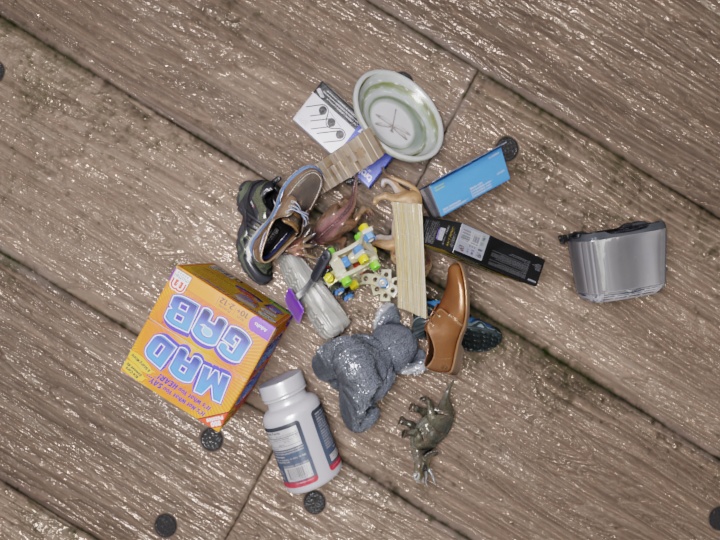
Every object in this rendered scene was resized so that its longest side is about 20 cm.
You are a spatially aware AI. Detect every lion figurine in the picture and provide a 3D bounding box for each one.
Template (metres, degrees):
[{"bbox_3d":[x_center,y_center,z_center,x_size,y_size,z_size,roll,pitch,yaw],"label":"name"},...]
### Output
[{"bbox_3d":[0.084,-0.091,1.006,0.119,0.072,0.206,8,108,18],"label":"lion figurine"}]

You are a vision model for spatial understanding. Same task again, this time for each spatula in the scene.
[{"bbox_3d":[-0.097,0.026,0.962,0.057,0.020,0.201,52,133,17],"label":"spatula"}]

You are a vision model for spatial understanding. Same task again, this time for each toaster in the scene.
[{"bbox_3d":[0.480,-0.017,0.996,0.194,0.114,0.133,-9,94,-1],"label":"toaster"}]

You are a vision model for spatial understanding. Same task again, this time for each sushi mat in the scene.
[{"bbox_3d":[0.088,-0.020,0.946,0.012,0.095,0.206,-9,102,-28],"label":"sushi mat"}]

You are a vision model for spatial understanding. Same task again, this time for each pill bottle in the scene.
[{"bbox_3d":[-0.120,0.303,1.008,0.117,0.120,0.205,-19,91,1],"label":"pill bottle"}]

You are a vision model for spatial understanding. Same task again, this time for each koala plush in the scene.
[{"bbox_3d":[0.033,0.166,0.988,0.197,0.185,0.179,-26,68,-25],"label":"koala plush"}]

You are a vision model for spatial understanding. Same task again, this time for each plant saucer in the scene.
[{"bbox_3d":[0.065,-0.283,0.996,0.195,0.050,0.206,13,62,-24],"label":"plant saucer"}]

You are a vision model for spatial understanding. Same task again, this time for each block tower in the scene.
[{"bbox_3d":[-0.036,-0.194,0.964,0.054,0.198,0.059,-42,106,-36],"label":"block tower"}]

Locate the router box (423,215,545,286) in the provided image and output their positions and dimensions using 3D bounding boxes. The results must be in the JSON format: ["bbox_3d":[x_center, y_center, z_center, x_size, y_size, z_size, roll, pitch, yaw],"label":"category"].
[{"bbox_3d":[0.204,-0.038,0.941,0.196,0.157,0.054,19,93,-26],"label":"router box"}]

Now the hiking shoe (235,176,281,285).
[{"bbox_3d":[-0.182,-0.076,1.005,0.098,0.075,0.207,-5,91,30],"label":"hiking shoe"}]

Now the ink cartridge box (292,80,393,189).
[{"bbox_3d":[-0.028,-0.263,1.028,0.199,0.044,0.095,41,93,-1],"label":"ink cartridge box"}]

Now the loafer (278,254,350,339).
[{"bbox_3d":[-0.092,0.038,1.033,0.069,0.070,0.203,-29,85,-32],"label":"loafer"}]

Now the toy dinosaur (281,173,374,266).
[{"bbox_3d":[-0.056,-0.079,0.971,0.086,0.135,0.201,48,125,10],"label":"toy dinosaur"}]

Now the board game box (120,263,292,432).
[{"bbox_3d":[-0.266,0.126,0.963,0.197,0.200,0.203,31,92,0],"label":"board game box"}]

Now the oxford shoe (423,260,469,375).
[{"bbox_3d":[0.149,0.083,0.924,0.069,0.071,0.206,6,97,-7],"label":"oxford shoe"}]

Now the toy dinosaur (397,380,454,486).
[{"bbox_3d":[0.138,0.306,1.039,0.101,0.077,0.203,31,87,-12],"label":"toy dinosaur"}]

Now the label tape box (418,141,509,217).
[{"bbox_3d":[0.187,-0.156,0.950,0.142,0.200,0.065,-28,95,2],"label":"label tape box"}]

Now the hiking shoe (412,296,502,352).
[{"bbox_3d":[0.190,0.096,1.020,0.195,0.088,0.075,17,136,-19],"label":"hiking shoe"}]

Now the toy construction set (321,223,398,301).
[{"bbox_3d":[0.000,0.000,0.979,0.130,0.200,0.093,-35,57,5],"label":"toy construction set"}]

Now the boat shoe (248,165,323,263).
[{"bbox_3d":[-0.124,-0.095,0.949,0.071,0.072,0.203,30,95,-31],"label":"boat shoe"}]
